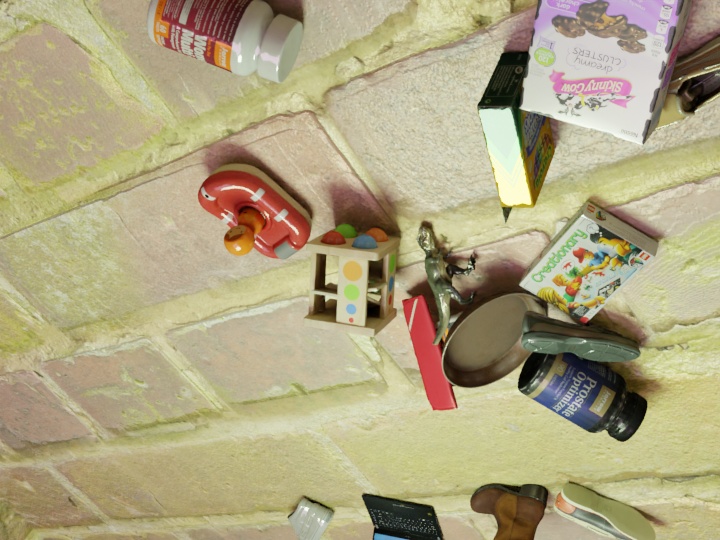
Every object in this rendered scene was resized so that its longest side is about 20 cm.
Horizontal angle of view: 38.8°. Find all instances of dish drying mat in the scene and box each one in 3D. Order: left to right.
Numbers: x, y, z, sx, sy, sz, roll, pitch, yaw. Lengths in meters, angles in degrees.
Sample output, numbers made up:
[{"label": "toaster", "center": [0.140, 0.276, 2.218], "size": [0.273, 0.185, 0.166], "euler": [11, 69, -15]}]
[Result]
[{"label": "dish drying mat", "center": [0.116, 0.142, 1.751], "size": [0.077, 0.018, 0.201], "euler": [-19, 85, 60]}]

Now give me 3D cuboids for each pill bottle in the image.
[{"label": "pill bottle", "center": [-0.190, -0.341, 1.445], "size": [0.199, 0.110, 0.110], "euler": [22, 140, 7]}, {"label": "pill bottle", "center": [0.375, 0.203, 1.721], "size": [0.200, 0.112, 0.112], "euler": [30, 141, -4]}]

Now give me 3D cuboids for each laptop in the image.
[{"label": "laptop", "center": [0.089, 0.622, 2.340], "size": [0.177, 0.103, 0.200], "euler": [5, 136, 24]}]

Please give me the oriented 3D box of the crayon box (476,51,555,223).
[{"label": "crayon box", "center": [0.217, -0.177, 1.386], "size": [0.051, 0.126, 0.200], "euler": [4, 136, 26]}]

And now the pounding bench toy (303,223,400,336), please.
[{"label": "pounding bench toy", "center": [0.000, 0.000, 1.711], "size": [0.124, 0.200, 0.157], "euler": [8, 106, 18]}]

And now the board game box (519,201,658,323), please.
[{"label": "board game box", "center": [0.346, -0.009, 1.567], "size": [0.126, 0.035, 0.200], "euler": [30, 141, -2]}]

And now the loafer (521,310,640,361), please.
[{"label": "loafer", "center": [0.358, 0.103, 1.655], "size": [0.199, 0.063, 0.072], "euler": [8, 152, -9]}]

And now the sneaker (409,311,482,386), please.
[{"label": "sneaker", "center": [0.167, 0.138, 1.759], "size": [0.200, 0.077, 0.112], "euler": [-39, 69, 58]}]

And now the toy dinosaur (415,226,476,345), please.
[{"label": "toy dinosaur", "center": [0.145, 0.020, 1.671], "size": [0.088, 0.047, 0.201], "euler": [-6, 100, 25]}]

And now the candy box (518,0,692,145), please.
[{"label": "candy box", "center": [0.294, -0.273, 1.233], "size": [0.167, 0.072, 0.201], "euler": [20, 127, 20]}]

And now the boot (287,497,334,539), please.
[{"label": "boot", "center": [-0.136, 0.623, 2.502], "size": [0.095, 0.074, 0.200], "euler": [30, 132, 5]}]

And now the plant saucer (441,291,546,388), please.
[{"label": "plant saucer", "center": [0.214, 0.109, 1.687], "size": [0.035, 0.200, 0.201], "euler": [52, 162, 44]}]

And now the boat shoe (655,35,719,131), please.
[{"label": "boat shoe", "center": [0.401, -0.220, 1.274], "size": [0.072, 0.076, 0.200], "euler": [35, 141, -12]}]

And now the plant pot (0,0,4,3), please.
[{"label": "plant pot", "center": [-0.605, -0.490, 1.462], "size": [0.177, 0.200, 0.200], "euler": [20, 142, 25]}]

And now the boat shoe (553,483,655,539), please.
[{"label": "boat shoe", "center": [0.476, 0.487, 2.001], "size": [0.200, 0.071, 0.063], "euler": [25, 128, 11]}]

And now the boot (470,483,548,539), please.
[{"label": "boot", "center": [0.279, 0.532, 2.060], "size": [0.188, 0.200, 0.069], "euler": [-8, 130, 35]}]

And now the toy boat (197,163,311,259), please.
[{"label": "toy boat", "center": [-0.187, -0.079, 1.710], "size": [0.200, 0.131, 0.130], "euler": [41, 138, -16]}]
